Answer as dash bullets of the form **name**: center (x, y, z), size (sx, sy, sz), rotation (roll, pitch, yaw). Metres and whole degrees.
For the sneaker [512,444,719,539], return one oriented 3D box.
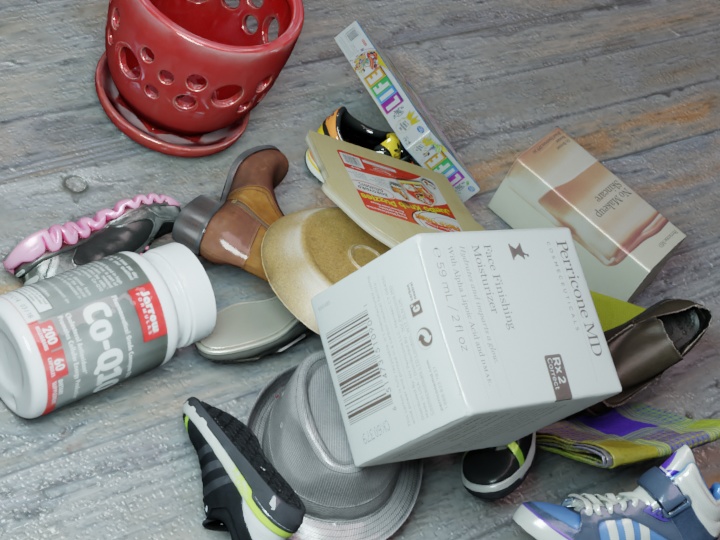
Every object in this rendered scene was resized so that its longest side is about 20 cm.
- **sneaker**: center (0.261, 0.224, 1.616), size (0.199, 0.147, 0.081), rotation (26, 1, -13)

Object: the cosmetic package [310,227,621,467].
- **cosmetic package**: center (0.094, 0.068, 1.497), size (0.199, 0.165, 0.166), rotation (-5, 72, -41)

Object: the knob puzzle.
- **knob puzzle**: center (0.042, -0.052, 1.662), size (0.218, 0.031, 0.220), rotation (26, 26, -13)

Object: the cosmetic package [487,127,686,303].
- **cosmetic package**: center (0.260, -0.057, 1.913), size (0.200, 0.087, 0.103), rotation (41, 44, 11)

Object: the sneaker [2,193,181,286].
- **sneaker**: center (-0.249, -0.009, 1.628), size (0.199, 0.079, 0.096), rotation (-24, 81, -36)

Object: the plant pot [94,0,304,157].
- **plant pot**: center (-0.179, -0.239, 1.777), size (0.199, 0.183, 0.202), rotation (14, 47, -15)

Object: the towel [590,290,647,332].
- **towel**: center (0.237, 0.054, 1.781), size (0.199, 0.018, 0.087), rotation (18, 60, -25)

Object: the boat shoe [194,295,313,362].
- **boat shoe**: center (-0.083, 0.056, 1.662), size (0.199, 0.057, 0.067), rotation (-27, 50, -36)

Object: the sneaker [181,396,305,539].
- **sneaker**: center (-0.126, 0.192, 1.503), size (0.072, 0.083, 0.200), rotation (32, 10, -40)

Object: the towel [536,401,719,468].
- **towel**: center (0.272, 0.166, 1.702), size (0.199, 0.143, 0.023), rotation (-7, 99, -35)

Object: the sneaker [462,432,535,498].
- **sneaker**: center (0.139, 0.130, 1.651), size (0.071, 0.083, 0.201), rotation (-2, 47, 32)

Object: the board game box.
- **board game box**: center (0.052, -0.177, 1.875), size (0.134, 0.034, 0.201), rotation (43, 13, -50)

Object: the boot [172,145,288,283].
- **boot**: center (-0.062, -0.040, 1.689), size (0.199, 0.069, 0.188), rotation (27, 32, 14)

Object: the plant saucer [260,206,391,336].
- **plant saucer**: center (0.000, 0.000, 1.627), size (0.199, 0.036, 0.201), rotation (19, 37, -16)

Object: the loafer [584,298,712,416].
- **loafer**: center (0.298, 0.081, 1.749), size (0.200, 0.071, 0.073), rotation (-37, 95, -33)

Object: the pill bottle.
- **pill bottle**: center (-0.239, 0.049, 1.527), size (0.199, 0.114, 0.114), rotation (-22, 64, -32)

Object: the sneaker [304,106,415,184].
- **sneaker**: center (0.036, -0.104, 1.835), size (0.199, 0.090, 0.070), rotation (32, 44, 2)

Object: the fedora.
- **fedora**: center (-0.020, 0.152, 1.556), size (0.175, 0.091, 0.201), rotation (11, 52, -4)
